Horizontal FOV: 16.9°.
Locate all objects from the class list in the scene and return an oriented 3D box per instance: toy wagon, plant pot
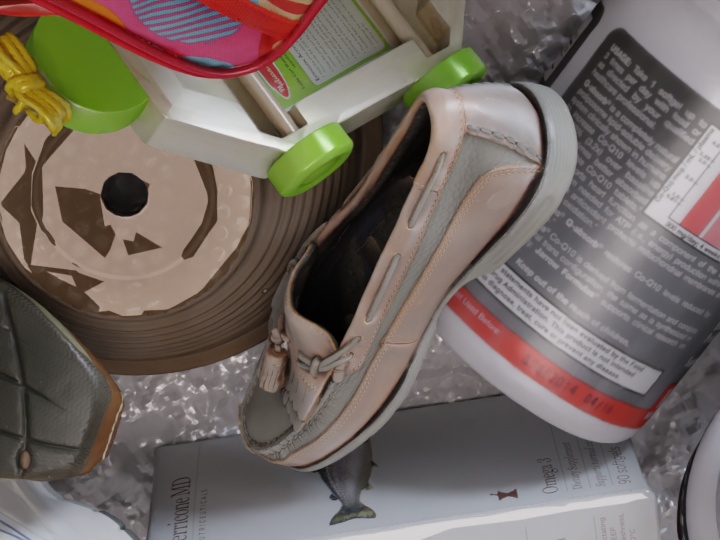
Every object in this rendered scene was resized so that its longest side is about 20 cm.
[{"bbox_3d":[-0.053,-0.099,0.877,0.200,0.040,0.155,-31,81,-33],"label":"toy wagon"},{"bbox_3d":[-0.089,-0.044,0.936,0.200,0.093,0.201,0,109,-1],"label":"plant pot"}]

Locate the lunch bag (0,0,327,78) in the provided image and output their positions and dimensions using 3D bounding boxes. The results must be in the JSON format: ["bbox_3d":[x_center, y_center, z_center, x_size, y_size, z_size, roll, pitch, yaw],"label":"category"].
[{"bbox_3d":[-0.084,-0.150,0.747,0.200,0.082,0.176,25,125,-27],"label":"lunch bag"}]

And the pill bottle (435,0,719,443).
[{"bbox_3d":[0.117,-0.042,0.931,0.116,0.116,0.200,34,106,-13],"label":"pill bottle"}]

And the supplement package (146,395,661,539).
[{"bbox_3d":[0.020,0.131,0.990,0.200,0.117,0.118,-9,110,0],"label":"supplement package"}]

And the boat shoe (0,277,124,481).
[{"bbox_3d":[-0.177,0.022,0.938,0.200,0.074,0.076,23,95,19],"label":"boat shoe"}]

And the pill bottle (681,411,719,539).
[{"bbox_3d":[0.177,0.089,0.889,0.116,0.200,0.116,-1,82,6],"label":"pill bottle"}]

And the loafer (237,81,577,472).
[{"bbox_3d":[0.000,0.000,0.899,0.063,0.072,0.200,9,135,-36],"label":"loafer"}]

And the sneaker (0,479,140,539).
[{"bbox_3d":[-0.158,0.103,0.942,0.087,0.200,0.075,-19,126,-35],"label":"sneaker"}]
